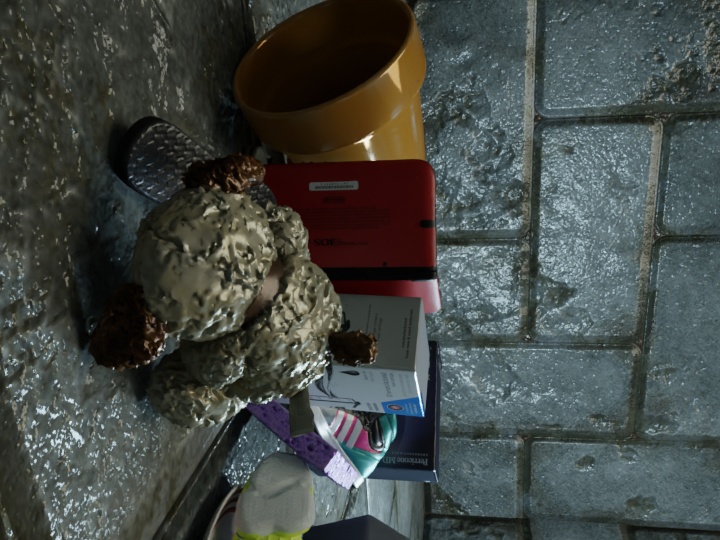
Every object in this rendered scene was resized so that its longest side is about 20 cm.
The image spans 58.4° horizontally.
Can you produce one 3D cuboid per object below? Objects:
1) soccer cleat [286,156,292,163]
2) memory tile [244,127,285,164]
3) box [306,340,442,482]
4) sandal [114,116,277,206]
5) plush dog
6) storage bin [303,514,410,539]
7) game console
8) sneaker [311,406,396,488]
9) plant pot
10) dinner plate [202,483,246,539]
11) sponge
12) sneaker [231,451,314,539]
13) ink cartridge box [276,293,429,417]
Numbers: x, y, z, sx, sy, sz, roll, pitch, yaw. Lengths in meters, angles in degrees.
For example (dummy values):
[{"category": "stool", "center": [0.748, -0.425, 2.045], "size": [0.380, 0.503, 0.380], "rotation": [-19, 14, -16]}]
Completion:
[{"category": "soccer cleat", "center": [-0.057, -0.071, 0.831], "size": [0.076, 0.066, 0.201], "rotation": [-14, 100, -70]}, {"category": "memory tile", "center": [-0.113, -0.066, 0.752], "size": [0.153, 0.017, 0.201], "rotation": [75, 19, -56]}, {"category": "box", "center": [0.025, 0.218, 1.007], "size": [0.123, 0.199, 0.199], "rotation": [70, 22, -64]}, {"category": "sandal", "center": [-0.131, -0.065, 0.536], "size": [0.075, 0.045, 0.200], "rotation": [-60, 149, -8]}, {"category": "plush dog", "center": [-0.089, 0.016, 0.458], "size": [0.172, 0.160, 0.201], "rotation": [44, 66, -46]}, {"category": "storage bin", "center": [-0.013, 0.366, 0.679], "size": [0.145, 0.134, 0.200], "rotation": [40, 38, -25]}, {"category": "game console", "center": [-0.015, -0.029, 0.691], "size": [0.119, 0.199, 0.173], "rotation": [-39, 127, -78]}, {"category": "sneaker", "center": [-0.014, 0.188, 0.876], "size": [0.121, 0.084, 0.200], "rotation": [-39, 117, -21]}, {"category": "plant pot", "center": [-0.011, -0.167, 0.714], "size": [0.183, 0.199, 0.201], "rotation": [61, 28, -46]}, {"category": "dinner plate", "center": [-0.131, 0.310, 0.621], "size": [0.200, 0.024, 0.201], "rotation": [0, 90, -79]}, {"category": "sponge", "center": [-0.063, 0.200, 0.744], "size": [0.030, 0.111, 0.200], "rotation": [-51, 160, -16]}, {"category": "sneaker", "center": [-0.094, 0.282, 0.623], "size": [0.200, 0.075, 0.105], "rotation": [-80, -176, -47]}, {"category": "ink cartridge box", "center": [-0.030, 0.091, 0.701], "size": [0.146, 0.199, 0.085], "rotation": [73, 22, -59]}]
